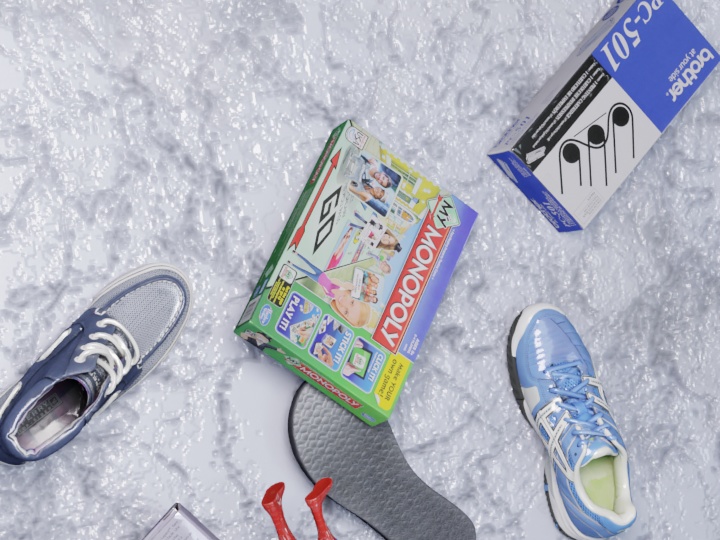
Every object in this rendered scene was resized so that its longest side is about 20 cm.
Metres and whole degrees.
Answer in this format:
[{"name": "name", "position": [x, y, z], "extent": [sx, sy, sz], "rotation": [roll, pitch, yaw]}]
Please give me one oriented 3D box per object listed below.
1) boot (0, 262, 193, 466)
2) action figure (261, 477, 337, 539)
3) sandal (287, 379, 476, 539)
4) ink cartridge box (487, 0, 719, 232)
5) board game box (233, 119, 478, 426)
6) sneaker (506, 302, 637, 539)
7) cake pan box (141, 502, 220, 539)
[{"name": "boot", "position": [-0.187, 0.069, 1.542], "extent": [0.200, 0.090, 0.073], "rotation": [-46, 104, -18]}, {"name": "action figure", "position": [-0.014, 0.246, 1.578], "extent": [0.052, 0.065, 0.200], "rotation": [-53, 129, -60]}, {"name": "sandal", "position": [0.009, 0.162, 1.652], "extent": [0.076, 0.043, 0.200], "rotation": [-43, 111, -11]}, {"name": "ink cartridge box", "position": [0.201, -0.135, 1.744], "extent": [0.094, 0.044, 0.200], "rotation": [46, 71, -16]}, {"name": "board game box", "position": [0.000, 0.000, 1.631], "extent": [0.134, 0.029, 0.200], "rotation": [34, 59, -17]}, {"name": "sneaker", "position": [0.176, 0.120, 1.701], "extent": [0.076, 0.077, 0.200], "rotation": [-21, 94, -21]}, {"name": "cake pan box", "position": [-0.128, 0.294, 1.535], "extent": [0.184, 0.052, 0.200], "rotation": [42, 88, -6]}]
